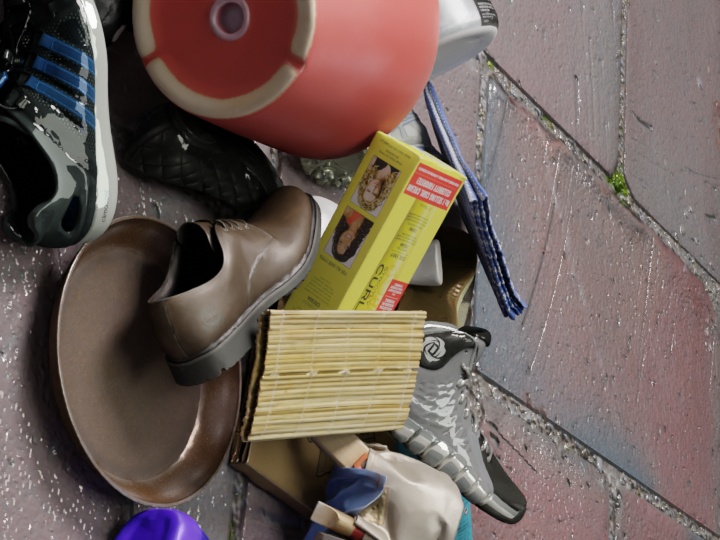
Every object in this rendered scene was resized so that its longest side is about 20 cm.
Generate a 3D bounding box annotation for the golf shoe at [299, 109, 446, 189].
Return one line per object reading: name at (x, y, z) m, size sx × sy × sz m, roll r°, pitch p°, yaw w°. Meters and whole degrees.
golf shoe at (-0.003, -0.122, 1.486) m, size 0.200 × 0.078 × 0.098 m, roll 16°, pitch 51°, yaw -62°

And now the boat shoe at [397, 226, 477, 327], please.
boat shoe at (0.062, 0.037, 1.542) m, size 0.201 × 0.072 × 0.065 m, roll -72°, pitch 166°, yaw -51°

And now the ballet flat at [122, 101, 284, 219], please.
ballet flat at (-0.109, -0.075, 1.316) m, size 0.200 × 0.056 × 0.067 m, roll 34°, pitch 31°, yaw -57°

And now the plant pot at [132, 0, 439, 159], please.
plant pot at (-0.060, -0.179, 1.246) m, size 0.177 × 0.198 × 0.203 m, roll -13°, pitch 93°, yaw -68°

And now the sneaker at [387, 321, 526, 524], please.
sneaker at (0.085, 0.109, 1.405) m, size 0.200 × 0.075 × 0.116 m, roll 40°, pitch 88°, yaw -16°

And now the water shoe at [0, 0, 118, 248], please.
water shoe at (-0.208, -0.115, 1.128) m, size 0.079 × 0.071 × 0.202 m, roll -10°, pitch 87°, yaw -51°

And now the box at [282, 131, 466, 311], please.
box at (0.000, 0.000, 1.314) m, size 0.075 × 0.050 × 0.201 m, roll 19°, pitch 101°, yaw -55°

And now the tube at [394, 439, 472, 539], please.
tube at (0.061, 0.155, 1.466) m, size 0.077 × 0.050 × 0.202 m, roll -15°, pitch 113°, yaw -18°

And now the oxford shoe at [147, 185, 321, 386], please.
oxford shoe at (-0.087, -0.012, 1.240) m, size 0.085 × 0.072 × 0.200 m, roll 62°, pitch 35°, yaw -23°

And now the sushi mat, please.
sushi mat at (-0.016, 0.075, 1.279) m, size 0.199 × 0.012 × 0.097 m, roll 3°, pitch 100°, yaw -55°

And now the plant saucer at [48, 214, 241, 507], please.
plant saucer at (-0.153, 0.063, 1.208) m, size 0.200 × 0.032 × 0.202 m, roll 24°, pitch 62°, yaw -55°

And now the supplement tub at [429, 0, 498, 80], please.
supplement tub at (0.026, -0.266, 1.479) m, size 0.122 × 0.122 × 0.202 m, roll -11°, pitch 74°, yaw -59°

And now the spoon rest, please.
spoon rest at (-0.005, -0.007, 1.441) m, size 0.199 × 0.060 × 0.101 m, roll 6°, pitch 78°, yaw -57°

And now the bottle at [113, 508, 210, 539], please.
bottle at (-0.103, 0.253, 1.204) m, size 0.201 × 0.065 × 0.084 m, roll 57°, pitch 44°, yaw -34°

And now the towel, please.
towel at (0.103, -0.060, 1.566) m, size 0.201 × 0.024 × 0.146 m, roll 67°, pitch 1°, yaw -54°

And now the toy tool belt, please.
toy tool belt at (-0.015, 0.223, 1.323) m, size 0.122 × 0.125 × 0.202 m, roll 27°, pitch 75°, yaw -16°

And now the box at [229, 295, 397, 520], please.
box at (-0.029, 0.120, 1.405) m, size 0.200 × 0.021 × 0.165 m, roll 42°, pitch 48°, yaw -45°

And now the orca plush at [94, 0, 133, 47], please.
orca plush at (-0.153, -0.233, 1.249) m, size 0.106 × 0.071 × 0.200 m, roll 64°, pitch 35°, yaw -26°
